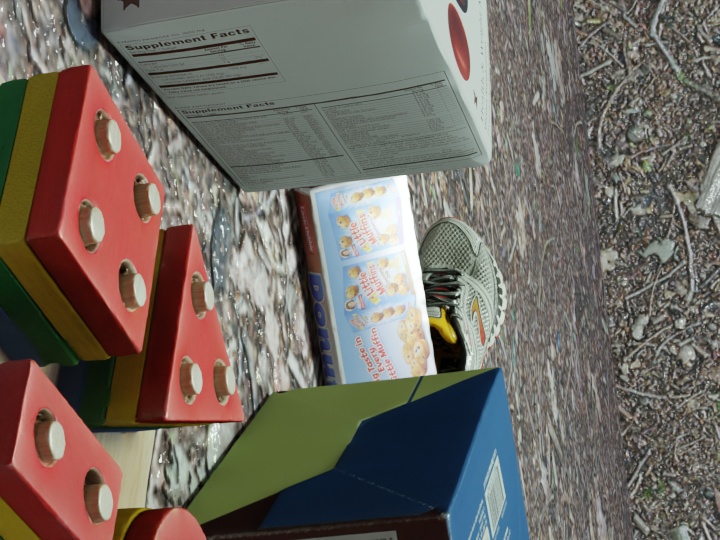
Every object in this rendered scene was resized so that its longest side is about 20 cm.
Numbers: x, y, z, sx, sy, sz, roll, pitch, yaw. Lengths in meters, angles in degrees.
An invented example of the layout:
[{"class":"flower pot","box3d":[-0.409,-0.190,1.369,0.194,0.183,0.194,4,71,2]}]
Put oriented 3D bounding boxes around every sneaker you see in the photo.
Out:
[{"class":"sneaker","box3d":[0.068,0.041,1.190,0.082,0.077,0.202,63,24,-51]}]

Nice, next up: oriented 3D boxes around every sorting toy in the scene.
[{"class":"sorting toy","box3d":[-0.098,0.051,0.536,0.200,0.069,0.202,66,22,-51]}]

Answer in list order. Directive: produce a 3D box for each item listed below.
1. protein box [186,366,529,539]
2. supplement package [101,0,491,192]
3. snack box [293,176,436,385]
[{"class":"protein box","box3d":[0.012,0.181,0.781,0.199,0.133,0.203,-52,134,-71]},{"class":"supplement package","box3d":[-0.023,-0.169,0.779,0.200,0.145,0.194,50,36,-67]},{"class":"snack box","box3d":[0.009,0.040,0.976,0.024,0.071,0.203,9,-70,59]}]
